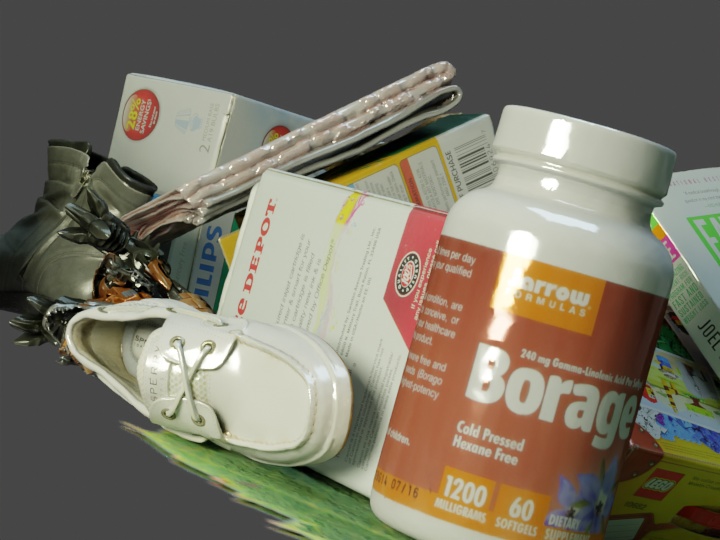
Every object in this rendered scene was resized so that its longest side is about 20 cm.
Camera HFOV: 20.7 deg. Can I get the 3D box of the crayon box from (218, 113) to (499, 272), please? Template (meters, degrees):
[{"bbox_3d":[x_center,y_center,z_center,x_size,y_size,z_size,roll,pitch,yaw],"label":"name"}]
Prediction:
[{"bbox_3d":[0.008,-0.003,1.222,0.199,0.127,0.051,-25,14,-24],"label":"crayon box"}]

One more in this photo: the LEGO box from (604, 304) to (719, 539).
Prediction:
[{"bbox_3d":[0.170,0.083,1.090,0.199,0.077,0.150,14,37,-36],"label":"LEGO box"}]

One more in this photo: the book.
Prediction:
[{"bbox_3d":[0.230,0.034,1.101,0.133,0.048,0.201,-5,56,-50],"label":"book"}]

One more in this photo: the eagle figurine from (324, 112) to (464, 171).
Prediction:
[{"bbox_3d":[-0.006,-0.002,1.367,0.149,0.202,0.152,13,-29,-13],"label":"eagle figurine"}]

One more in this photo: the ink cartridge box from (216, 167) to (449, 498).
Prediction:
[{"bbox_3d":[0.007,0.035,1.060,0.082,0.147,0.199,16,1,-34],"label":"ink cartridge box"}]

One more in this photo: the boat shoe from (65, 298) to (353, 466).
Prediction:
[{"bbox_3d":[-0.083,0.056,1.001,0.069,0.072,0.199,6,4,-40],"label":"boat shoe"}]

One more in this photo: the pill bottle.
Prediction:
[{"bbox_3d":[0.081,0.032,0.918,0.111,0.202,0.112,15,1,0],"label":"pill bottle"}]

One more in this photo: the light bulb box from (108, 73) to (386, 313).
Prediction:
[{"bbox_3d":[-0.100,-0.036,1.581,0.124,0.200,0.199,14,1,39],"label":"light bulb box"}]

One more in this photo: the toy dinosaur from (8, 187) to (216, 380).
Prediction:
[{"bbox_3d":[-0.132,0.037,1.186,0.135,0.102,0.200,33,-10,26],"label":"toy dinosaur"}]

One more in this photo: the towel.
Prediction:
[{"bbox_3d":[-0.048,-0.068,1.253,0.199,0.032,0.191,-26,4,-19],"label":"towel"}]

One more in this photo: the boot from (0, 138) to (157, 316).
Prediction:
[{"bbox_3d":[-0.223,-0.031,1.384,0.199,0.132,0.067,17,2,36],"label":"boot"}]
